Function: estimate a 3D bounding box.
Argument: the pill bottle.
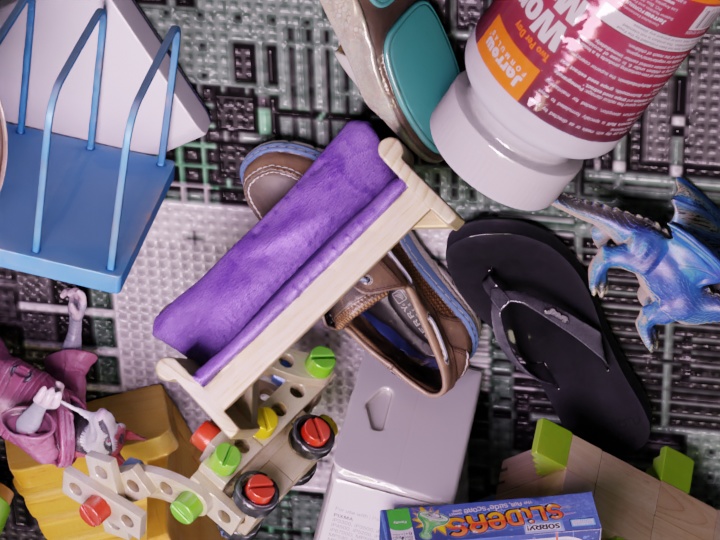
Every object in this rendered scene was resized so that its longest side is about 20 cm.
[{"bbox_3d":[0.128,-0.135,1.560,0.109,0.110,0.200,31,122,-10],"label":"pill bottle"}]

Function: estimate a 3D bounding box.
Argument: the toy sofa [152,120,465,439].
[{"bbox_3d":[-0.038,0.002,1.637,0.200,0.083,0.098,-44,84,3],"label":"toy sofa"}]

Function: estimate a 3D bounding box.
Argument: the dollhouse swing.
[{"bbox_3d":[-0.152,0.216,1.838,0.181,0.176,0.201,-14,122,21],"label":"dollhouse swing"}]

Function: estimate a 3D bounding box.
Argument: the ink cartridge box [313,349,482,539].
[{"bbox_3d":[0.013,0.171,1.786,0.083,0.145,0.201,14,127,1],"label":"ink cartridge box"}]

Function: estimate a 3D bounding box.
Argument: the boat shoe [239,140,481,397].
[{"bbox_3d":[0.000,0.000,1.713,0.200,0.073,0.072,41,124,-16],"label":"boat shoe"}]

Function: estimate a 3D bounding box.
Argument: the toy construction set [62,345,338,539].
[{"bbox_3d":[-0.091,0.099,1.719,0.131,0.200,0.092,40,154,7],"label":"toy construction set"}]

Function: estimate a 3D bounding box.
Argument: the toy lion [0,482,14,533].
[{"bbox_3d":[-0.329,0.129,1.822,0.199,0.069,0.192,24,165,-6],"label":"toy lion"}]

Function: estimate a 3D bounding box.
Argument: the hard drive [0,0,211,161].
[{"bbox_3d":[-0.211,-0.107,1.714,0.199,0.025,0.132,-21,117,25],"label":"hard drive"}]

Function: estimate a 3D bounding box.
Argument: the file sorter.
[{"bbox_3d":[-0.217,-0.093,1.626,0.199,0.139,0.123,13,123,4],"label":"file sorter"}]

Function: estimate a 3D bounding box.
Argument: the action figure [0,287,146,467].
[{"bbox_3d":[-0.237,0.087,1.780,0.199,0.134,0.149,32,116,4],"label":"action figure"}]

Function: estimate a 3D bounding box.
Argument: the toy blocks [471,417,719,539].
[{"bbox_3d":[0.150,0.175,1.794,0.199,0.100,0.136,28,150,-26],"label":"toy blocks"}]

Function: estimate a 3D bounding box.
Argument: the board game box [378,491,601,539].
[{"bbox_3d":[0.077,0.227,1.719,0.135,0.035,0.201,-5,130,-7],"label":"board game box"}]

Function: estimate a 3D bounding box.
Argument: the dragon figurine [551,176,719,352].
[{"bbox_3d":[0.193,-0.014,1.668,0.099,0.059,0.200,-30,114,29],"label":"dragon figurine"}]

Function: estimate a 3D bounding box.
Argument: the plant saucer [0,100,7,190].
[{"bbox_3d":[-0.293,-0.090,1.548,0.199,0.032,0.201,5,119,9],"label":"plant saucer"}]

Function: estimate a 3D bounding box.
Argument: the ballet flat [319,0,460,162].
[{"bbox_3d":[0.005,-0.155,1.620,0.062,0.067,0.201,5,127,44],"label":"ballet flat"}]

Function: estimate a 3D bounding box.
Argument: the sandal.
[{"bbox_3d":[0.126,0.046,1.735,0.076,0.043,0.200,-26,116,27],"label":"sandal"}]
